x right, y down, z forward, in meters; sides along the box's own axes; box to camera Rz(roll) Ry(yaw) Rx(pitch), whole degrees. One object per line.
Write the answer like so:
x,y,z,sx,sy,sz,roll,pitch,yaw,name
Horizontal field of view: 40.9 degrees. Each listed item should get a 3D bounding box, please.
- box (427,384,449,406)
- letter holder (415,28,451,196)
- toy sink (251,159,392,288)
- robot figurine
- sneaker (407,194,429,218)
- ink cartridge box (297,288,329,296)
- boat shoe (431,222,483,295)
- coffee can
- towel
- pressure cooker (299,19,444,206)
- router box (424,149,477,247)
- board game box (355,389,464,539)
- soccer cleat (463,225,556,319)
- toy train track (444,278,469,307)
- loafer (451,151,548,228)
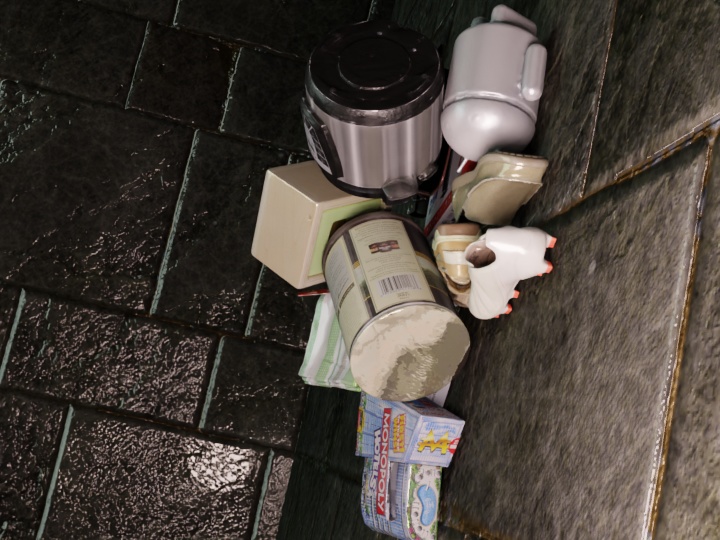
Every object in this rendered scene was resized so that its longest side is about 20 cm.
0.087,0.145,1.360,0.200,0.041,0.157,-97,21,-70,box
0.092,-0.227,1.396,0.142,0.100,0.201,144,139,-77,letter holder
-0.032,-0.072,1.326,0.199,0.112,0.131,-16,-49,-45,toy sink
0.159,-0.214,1.158,0.169,0.113,0.201,-18,56,59,robot figurine
0.116,-0.153,1.600,0.200,0.074,0.107,68,-151,-78,sneaker
0.000,0.000,1.458,0.160,0.199,0.048,-179,79,-87,ink cartridge box
0.119,-0.008,1.166,0.200,0.071,0.077,21,-113,-76,boat shoe
0.039,0.042,1.200,0.200,0.146,0.147,-108,30,-52,coffee can
-0.031,0.101,1.437,0.200,0.031,0.150,-6,71,65,towel
0.021,-0.188,1.222,0.200,0.178,0.176,85,-151,-56,pressure cooker
0.148,-0.147,1.392,0.200,0.049,0.180,119,164,-67,router box
0.055,0.233,1.197,0.200,0.061,0.201,159,118,-68,board game box
0.141,-0.002,1.032,0.200,0.077,0.070,119,164,-68,soccer cleat
0.104,0.024,1.298,0.115,0.032,0.200,-55,15,-7,toy train track
0.158,-0.087,1.103,0.200,0.075,0.069,147,126,-77,loafer
